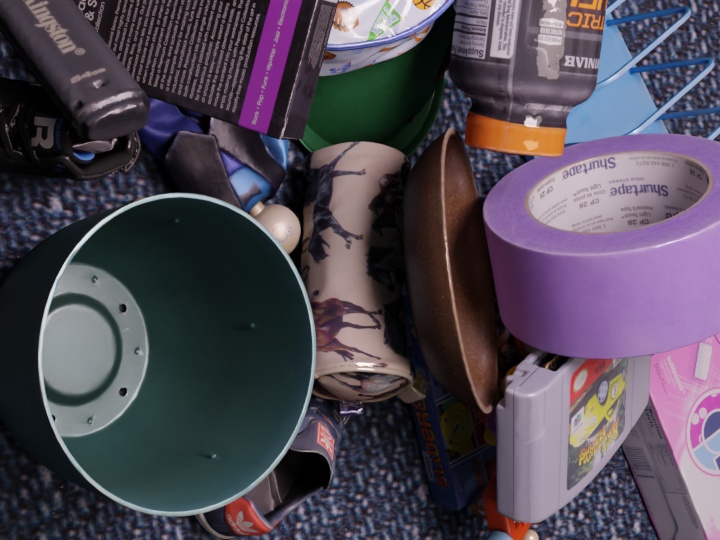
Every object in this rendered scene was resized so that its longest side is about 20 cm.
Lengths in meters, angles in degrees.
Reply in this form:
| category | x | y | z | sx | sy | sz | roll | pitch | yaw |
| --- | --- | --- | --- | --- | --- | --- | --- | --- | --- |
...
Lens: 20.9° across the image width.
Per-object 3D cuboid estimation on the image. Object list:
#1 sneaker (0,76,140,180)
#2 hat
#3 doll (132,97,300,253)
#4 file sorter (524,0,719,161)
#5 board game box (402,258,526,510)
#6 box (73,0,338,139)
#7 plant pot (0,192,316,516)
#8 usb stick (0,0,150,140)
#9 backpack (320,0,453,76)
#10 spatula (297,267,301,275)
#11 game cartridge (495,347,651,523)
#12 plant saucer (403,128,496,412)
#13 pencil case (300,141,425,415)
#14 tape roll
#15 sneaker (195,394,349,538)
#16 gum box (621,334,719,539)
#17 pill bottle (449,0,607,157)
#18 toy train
| category | x | y | z | sx | sy | sz | roll | pitch | yaw |
| --- | --- | --- | --- | --- | --- | --- | --- | --- | --- |
| sneaker | -0.235 | -0.097 | 1.252 | 0.199 | 0.112 | 0.074 | 0 | 97 | -35 |
| hat | 0.052 | -0.174 | 1.417 | 0.165 | 0.176 | 0.201 | 19 | 78 | -35 |
| doll | -0.113 | -0.086 | 1.380 | 0.136 | 0.048 | 0.200 | -45 | 112 | -17 |
| file sorter | 0.212 | -0.134 | 1.564 | 0.139 | 0.122 | 0.201 | -40 | 110 | -29 |
| board game box | 0.095 | 0.067 | 1.518 | 0.135 | 0.034 | 0.201 | -24 | 110 | -33 |
| box | -0.110 | -0.180 | 1.268 | 0.036 | 0.199 | 0.144 | -2 | 110 | -65 |
| plant pot | -0.154 | 0.053 | 1.280 | 0.200 | 0.161 | 0.202 | 0 | 89 | -34 |
| usb stick | -0.199 | -0.152 | 1.251 | 0.055 | 0.200 | 0.033 | -17 | 139 | -27 |
| backpack | -0.016 | -0.237 | 1.343 | 0.199 | 0.154 | 0.191 | -21 | 91 | -11 |
| spatula | -0.023 | -0.002 | 1.458 | 0.199 | 0.021 | 0.057 | -22 | 105 | -34 |
| game cartridge | 0.164 | 0.097 | 1.459 | 0.200 | 0.041 | 0.134 | -39 | 140 | -44 |
| plant saucer | 0.062 | 0.002 | 1.374 | 0.200 | 0.036 | 0.202 | -7 | 90 | -79 |
| pencil case | 0.000 | 0.000 | 1.403 | 0.089 | 0.078 | 0.201 | 24 | 54 | -38 |
| tape roll | 0.193 | -0.021 | 1.420 | 0.200 | 0.200 | 0.085 | -30 | 121 | -31 |
| sneaker | -0.035 | 0.114 | 1.409 | 0.075 | 0.084 | 0.200 | 47 | 65 | -25 |
| gum box | 0.280 | 0.129 | 1.641 | 0.113 | 0.066 | 0.201 | -32 | 107 | -30 |
| pill bottle | 0.119 | -0.181 | 1.358 | 0.106 | 0.106 | 0.201 | 1 | 100 | -35 |
| toy train | 0.129 | 0.112 | 1.499 | 0.200 | 0.055 | 0.151 | -57 | 147 | -27 |
